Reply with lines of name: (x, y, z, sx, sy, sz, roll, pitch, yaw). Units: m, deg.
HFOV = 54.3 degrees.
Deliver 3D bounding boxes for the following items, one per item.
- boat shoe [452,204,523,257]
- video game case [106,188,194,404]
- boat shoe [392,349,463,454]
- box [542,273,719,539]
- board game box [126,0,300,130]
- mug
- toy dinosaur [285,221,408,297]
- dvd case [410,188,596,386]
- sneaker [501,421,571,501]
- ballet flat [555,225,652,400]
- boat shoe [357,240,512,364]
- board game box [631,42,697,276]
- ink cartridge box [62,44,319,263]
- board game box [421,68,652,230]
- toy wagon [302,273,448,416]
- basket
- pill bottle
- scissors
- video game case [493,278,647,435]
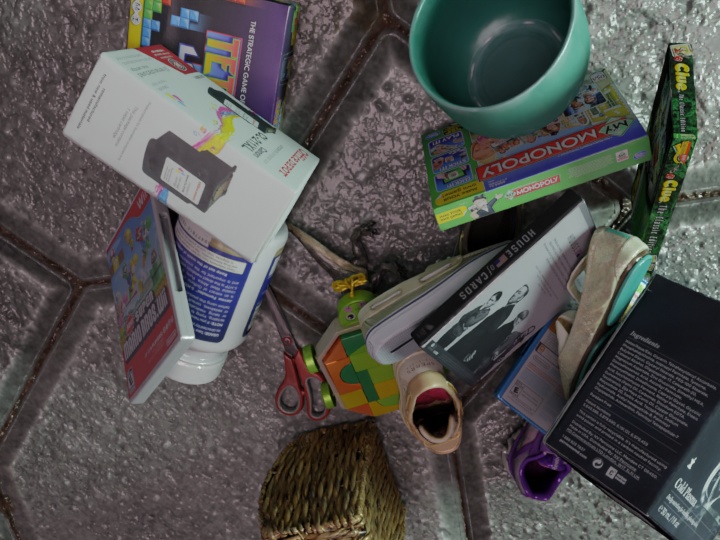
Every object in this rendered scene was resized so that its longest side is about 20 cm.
boat shoe: (0.137, -0.022, 0.760, 0.071, 0.060, 0.205, 5, 111, 5)
video game case: (-0.231, 0.020, 0.755, 0.017, 0.203, 0.143, 5, 144, -38)
boat shoe: (0.081, 0.164, 0.796, 0.073, 0.070, 0.201, -21, 135, 3)
box: (0.312, 0.148, 0.692, 0.200, 0.123, 0.198, 39, 84, -43)
board game box: (-0.162, -0.193, 0.739, 0.162, 0.057, 0.203, 14, 112, 3)
mug: (0.147, -0.209, 0.644, 0.183, 0.114, 0.154, -27, 70, 21)
toy dinosaur: (0.000, 0.000, 0.797, 0.088, 0.048, 0.200, -38, 98, 25)
dvd case: (0.156, 0.026, 0.699, 0.200, 0.025, 0.150, -43, 144, 6)
sneaker: (0.226, 0.183, 0.811, 0.079, 0.089, 0.203, 18, 111, 2)
ballet flat: (0.231, 0.043, 0.704, 0.062, 0.067, 0.203, 38, 134, 33)
boat shoe: (0.085, 0.018, 0.709, 0.198, 0.062, 0.072, -29, 144, -3)
board game box: (0.272, -0.092, 0.639, 0.023, 0.106, 0.201, 2, 149, 13)
ink cartridge box: (-0.146, -0.115, 0.659, 0.198, 0.146, 0.083, 34, 109, -8)
board game box: (0.160, -0.120, 0.682, 0.197, 0.136, 0.029, -18, 128, 13)
toy wagon: (0.013, 0.089, 0.795, 0.153, 0.040, 0.202, -17, 131, 5)
basket: (-0.033, 0.299, 0.827, 0.140, 0.201, 0.151, -15, 109, 11)
pill bottle: (-0.167, 0.020, 0.785, 0.118, 0.120, 0.202, 25, 112, -2)
scissors: (-0.079, 0.095, 0.860, 0.072, 0.014, 0.204, -1, 109, 11)
video game case: (0.257, 0.095, 0.769, 0.142, 0.018, 0.201, 36, 87, -6)
